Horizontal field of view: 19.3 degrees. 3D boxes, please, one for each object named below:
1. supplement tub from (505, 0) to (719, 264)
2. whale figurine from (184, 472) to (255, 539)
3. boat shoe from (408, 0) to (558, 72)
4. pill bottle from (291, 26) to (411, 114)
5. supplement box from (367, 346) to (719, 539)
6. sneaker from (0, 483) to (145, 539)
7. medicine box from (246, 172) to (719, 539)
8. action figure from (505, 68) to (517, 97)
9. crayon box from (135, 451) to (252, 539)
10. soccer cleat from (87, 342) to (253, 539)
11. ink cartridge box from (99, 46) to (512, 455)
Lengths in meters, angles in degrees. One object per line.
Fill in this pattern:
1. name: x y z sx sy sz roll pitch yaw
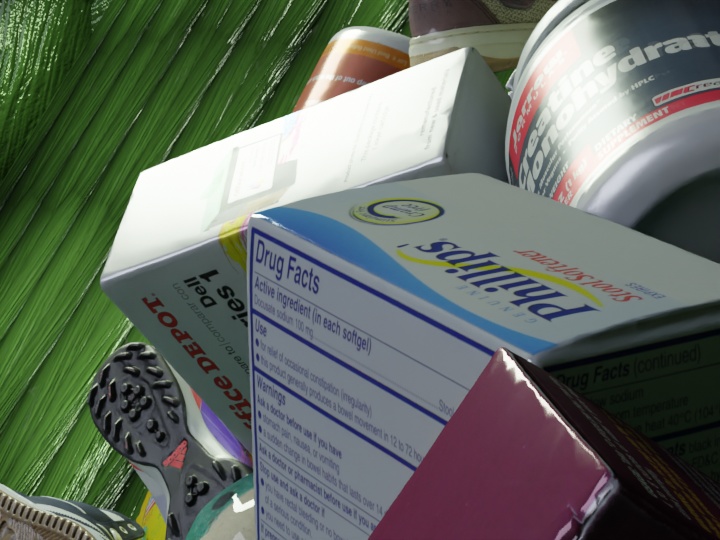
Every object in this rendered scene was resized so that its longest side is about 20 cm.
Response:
1. supplement tub: 0.131 -0.032 0.837 0.141 0.140 0.200 -52 19 19
2. whale figurine: -0.051 0.175 0.928 0.200 0.159 0.104 -50 23 -7
3. boat shoe: 0.102 -0.137 1.041 0.072 0.199 0.065 1 102 53
4. pill bottle: -0.010 -0.035 1.268 0.201 0.112 0.112 -63 18 -15
5. supplement box: 0.090 0.135 0.573 0.131 0.199 0.103 -54 20 7
6. sneaker: -0.143 0.168 1.129 0.199 0.108 0.071 25 89 47
7. medicine box: 0.047 0.087 0.712 0.182 0.102 0.202 26 121 56
8. action figure: 0.045 -0.037 1.117 0.200 0.069 0.130 -41 -22 -6
9. crayon box: -0.096 0.173 1.164 0.127 0.050 0.201 127 161 -48
10. soccer cleat: -0.071 0.117 1.073 0.068 0.073 0.200 -46 48 10
11. ink cartridge box: 0.000 0.000 1.000 0.199 0.145 0.084 -18 37 31
